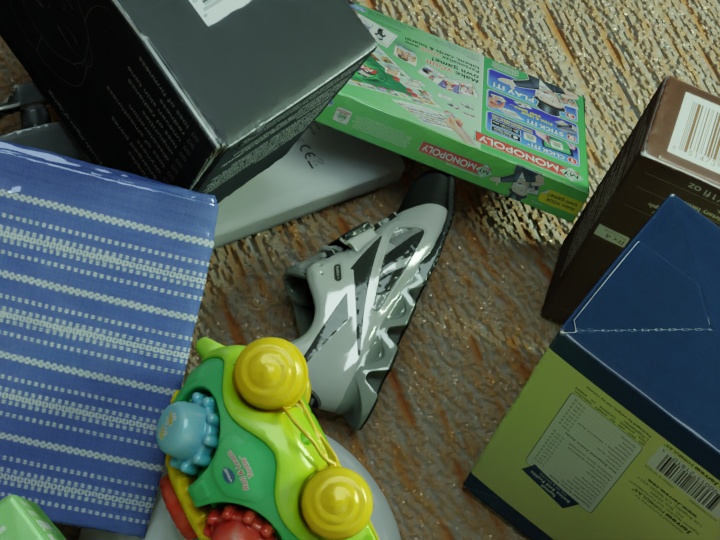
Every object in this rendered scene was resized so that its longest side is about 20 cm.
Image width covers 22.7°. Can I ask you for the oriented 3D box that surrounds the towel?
[{"bbox_3d":[-0.167,0.038,0.998,0.144,0.024,0.201,13,88,-15],"label":"towel"}]

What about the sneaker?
[{"bbox_3d":[0.000,0.000,1.165,0.088,0.074,0.200,26,55,-1],"label":"sneaker"}]

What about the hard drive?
[{"bbox_3d":[-0.087,-0.086,1.224,0.199,0.027,0.132,-21,66,-26],"label":"hard drive"}]

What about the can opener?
[{"bbox_3d":[-0.157,-0.109,1.184,0.199,0.053,0.067,-14,95,-24],"label":"can opener"}]

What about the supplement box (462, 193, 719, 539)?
[{"bbox_3d":[0.199,0.104,1.078,0.200,0.200,0.134,38,56,10],"label":"supplement box"}]

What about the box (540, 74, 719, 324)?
[{"bbox_3d":[0.198,-0.026,1.161,0.100,0.200,0.075,23,58,0],"label":"box"}]

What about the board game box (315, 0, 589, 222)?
[{"bbox_3d":[0.063,-0.115,1.243,0.199,0.029,0.135,21,35,-9],"label":"board game box"}]

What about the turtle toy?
[{"bbox_3d":[-0.047,0.128,0.965,0.101,0.146,0.201,-26,82,-4],"label":"turtle toy"}]

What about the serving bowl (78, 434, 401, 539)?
[{"bbox_3d":[-0.064,0.164,1.050,0.199,0.066,0.201,8,56,-11],"label":"serving bowl"}]

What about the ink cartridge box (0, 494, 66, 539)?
[{"bbox_3d":[-0.168,0.240,0.923,0.145,0.084,0.200,-40,82,-9],"label":"ink cartridge box"}]

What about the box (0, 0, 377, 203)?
[{"bbox_3d":[-0.118,-0.149,1.065,0.124,0.197,0.200,-35,89,-24],"label":"box"}]
